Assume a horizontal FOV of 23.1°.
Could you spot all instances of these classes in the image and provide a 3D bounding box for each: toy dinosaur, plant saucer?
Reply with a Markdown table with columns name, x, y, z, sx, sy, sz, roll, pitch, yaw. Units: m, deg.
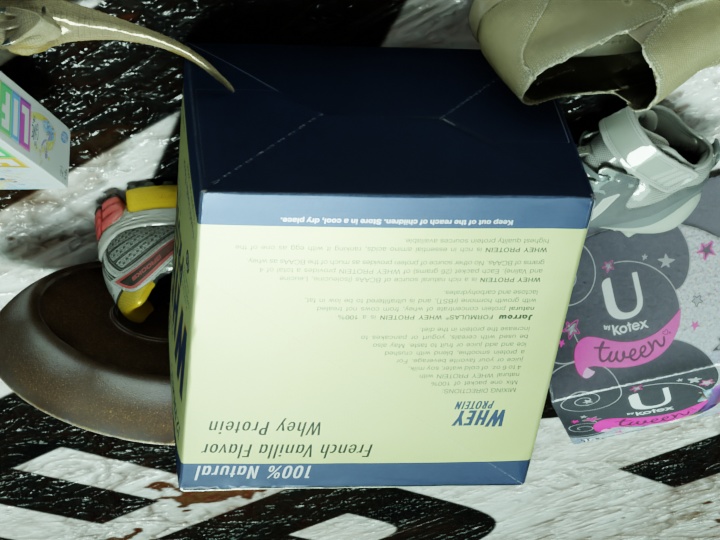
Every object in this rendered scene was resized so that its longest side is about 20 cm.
| name | x | y | z | sx | sy | sz | roll | pitch | yaw |
| --- | --- | --- | --- | --- | --- | --- | --- | --- | --- |
| toy dinosaur | -0.163 | -0.123 | 0.846 | 0.198 | 0.059 | 0.101 | 0 | 171 | 1 |
| plant saucer | -0.128 | 0.042 | 1.079 | 0.198 | 0.200 | 0.032 | 3 | 116 | -23 |

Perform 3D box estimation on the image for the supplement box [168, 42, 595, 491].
| name | x | y | z | sx | sy | sz | roll | pitch | yaw |
| --- | --- | --- | --- | --- | --- | --- | --- | --- | --- |
| supplement box | 0.000 | 0.000 | 0.945 | 0.198 | 0.135 | 0.201 | 0 | 129 | -10 |

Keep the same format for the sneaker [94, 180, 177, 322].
| name | x | y | z | sx | sy | sz | roll | pitch | yaw |
| --- | --- | --- | --- | --- | --- | --- | --- | --- | --- |
| sneaker | -0.061 | -0.006 | 1.075 | 0.198 | 0.083 | 0.078 | -6 | 156 | -6 |

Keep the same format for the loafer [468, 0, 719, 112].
| name | x | y | z | sx | sy | sz | roll | pitch | yaw |
| --- | --- | --- | --- | --- | --- | --- | --- | --- | --- |
| loafer | 0.156 | -0.120 | 0.909 | 0.198 | 0.068 | 0.076 | -7 | 156 | -1 |

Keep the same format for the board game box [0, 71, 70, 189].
| name | x | y | z | sx | sy | sz | roll | pitch | yaw |
| --- | --- | --- | --- | --- | --- | --- | --- | --- | --- |
| board game box | -0.233 | -0.075 | 0.849 | 0.133 | 0.035 | 0.200 | -1 | 171 | 7 |

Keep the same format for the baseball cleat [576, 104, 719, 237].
| name | x | y | z | sx | sy | sz | roll | pitch | yaw |
| --- | --- | --- | --- | --- | --- | --- | --- | --- | --- |
| baseball cleat | 0.119 | -0.060 | 1.050 | 0.198 | 0.070 | 0.107 | -9 | 150 | -20 |

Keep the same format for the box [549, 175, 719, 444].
| name | x | y | z | sx | sy | sz | roll | pitch | yaw |
| --- | --- | --- | --- | --- | --- | --- | --- | --- | --- |
| box | 0.217 | 0.023 | 1.162 | 0.198 | 0.133 | 0.115 | -13 | 157 | 11 |
